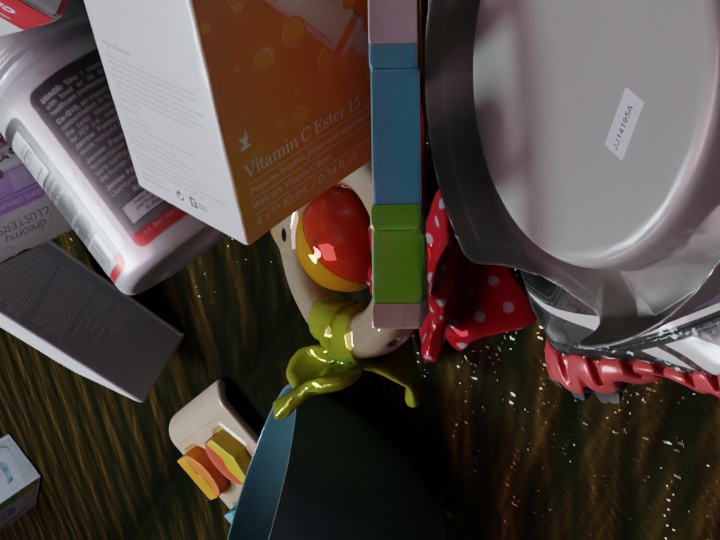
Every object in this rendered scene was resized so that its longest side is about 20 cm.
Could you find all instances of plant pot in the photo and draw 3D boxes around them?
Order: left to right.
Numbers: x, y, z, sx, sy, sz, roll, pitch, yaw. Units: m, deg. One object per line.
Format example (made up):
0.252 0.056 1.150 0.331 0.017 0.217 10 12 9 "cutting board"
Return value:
-0.016 0.197 0.808 0.135 0.200 0.200 18 150 -10 "plant pot"

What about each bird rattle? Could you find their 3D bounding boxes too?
0.000 0.000 0.648 0.163 0.113 0.200 62 150 19 "bird rattle"

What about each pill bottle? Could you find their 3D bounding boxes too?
-0.177 -0.093 0.778 0.200 0.114 0.114 53 150 2 "pill bottle"

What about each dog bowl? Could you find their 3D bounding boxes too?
0.094 -0.074 0.398 0.200 0.059 0.200 174 90 -66 "dog bowl"

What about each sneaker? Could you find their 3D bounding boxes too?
0.140 0.004 0.474 0.200 0.071 0.098 -8 115 57 "sneaker"

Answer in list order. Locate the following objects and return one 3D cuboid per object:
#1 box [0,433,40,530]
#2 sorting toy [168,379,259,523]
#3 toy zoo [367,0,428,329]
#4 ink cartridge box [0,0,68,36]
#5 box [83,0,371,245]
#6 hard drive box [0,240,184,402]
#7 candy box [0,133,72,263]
-0.637 0.383 1.855 0.097 0.176 0.200 49 149 9 "box"
-0.110 0.211 1.074 0.200 0.036 0.185 53 150 1 "sorting toy"
0.017 -0.078 0.483 0.131 0.020 0.200 3 -94 -86 "toy zoo"
-0.229 -0.221 0.673 0.084 0.145 0.200 27 167 -35 "ink cartridge box"
-0.060 -0.136 0.558 0.097 0.124 0.200 28 142 37 "box"
-0.287 0.028 1.014 0.156 0.077 0.200 13 158 48 "hard drive box"
-0.293 -0.078 0.899 0.200 0.168 0.072 17 128 45 "candy box"
